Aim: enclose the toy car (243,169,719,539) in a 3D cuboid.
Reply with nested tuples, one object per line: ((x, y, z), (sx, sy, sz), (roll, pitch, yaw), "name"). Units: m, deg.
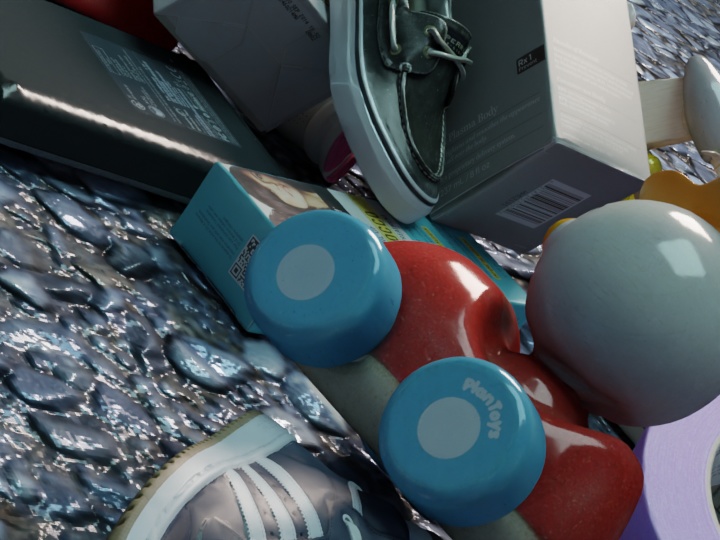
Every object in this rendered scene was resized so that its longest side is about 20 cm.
((0.086, 0.022, 0.843), (0.177, 0.200, 0.184), (47, -4, 31), "toy car")

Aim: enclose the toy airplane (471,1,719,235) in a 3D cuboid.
((0.138, -0.080, 1.239), (0.199, 0.200, 0.141), (35, 8, 2), "toy airplane")

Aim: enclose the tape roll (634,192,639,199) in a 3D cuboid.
((0.185, -0.049, 1.481), (0.203, 0.037, 0.203), (31, 20, -13), "tape roll")

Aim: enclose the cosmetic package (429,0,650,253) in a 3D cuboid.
((0.095, -0.124, 1.151), (0.090, 0.107, 0.200), (18, 53, -38), "cosmetic package")

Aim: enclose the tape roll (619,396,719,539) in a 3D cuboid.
((0.218, 0.136, 0.950), (0.200, 0.066, 0.200), (9, 47, -10), "tape roll")

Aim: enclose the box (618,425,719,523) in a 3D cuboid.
((0.250, 0.089, 1.137), (0.109, 0.128, 0.200), (12, 31, -48), "box")

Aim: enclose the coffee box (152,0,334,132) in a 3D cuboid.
((-0.066, -0.197, 1.194), (0.113, 0.080, 0.200), (47, 23, -39), "coffee box")

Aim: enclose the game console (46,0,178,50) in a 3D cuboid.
((-0.214, -0.216, 1.256), (0.200, 0.119, 0.173), (25, 53, -25), "game console")

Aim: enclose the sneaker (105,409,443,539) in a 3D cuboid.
((-0.031, 0.116, 0.718), (0.108, 0.070, 0.200), (35, 17, 7), "sneaker")

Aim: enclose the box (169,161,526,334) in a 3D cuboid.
((0.000, 0.000, 1.058), (0.200, 0.049, 0.082), (11, 30, -49), "box")

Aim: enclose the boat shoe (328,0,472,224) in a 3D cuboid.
((0.026, -0.123, 1.108), (0.072, 0.071, 0.200), (36, 39, -52), "boat shoe")

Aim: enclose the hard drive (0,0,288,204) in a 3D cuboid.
((-0.142, -0.095, 1.061), (0.200, 0.033, 0.140), (18, 26, -45), "hard drive")

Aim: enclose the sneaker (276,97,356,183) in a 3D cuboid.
((-0.008, -0.124, 1.281), (0.088, 0.081, 0.200), (39, 19, 6), "sneaker")
